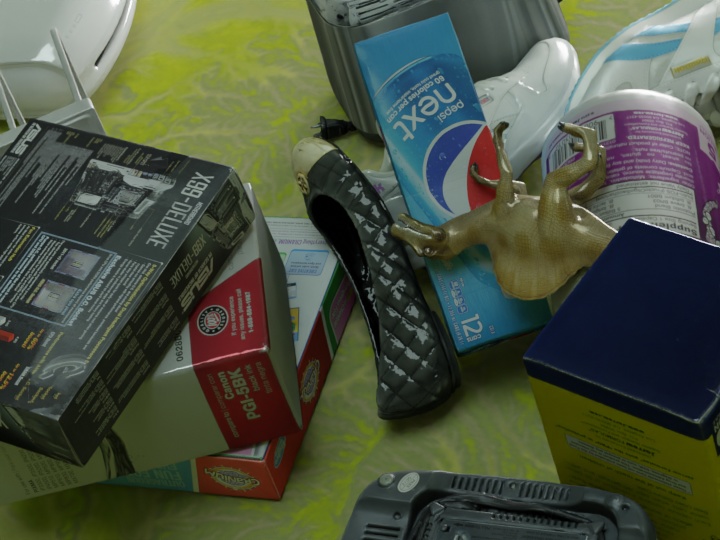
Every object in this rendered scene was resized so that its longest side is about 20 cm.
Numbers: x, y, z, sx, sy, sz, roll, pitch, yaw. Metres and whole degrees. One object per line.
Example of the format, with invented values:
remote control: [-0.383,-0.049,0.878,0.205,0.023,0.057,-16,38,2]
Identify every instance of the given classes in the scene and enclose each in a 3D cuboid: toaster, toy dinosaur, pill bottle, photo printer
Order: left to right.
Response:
photo printer: [-0.269,-0.185,1.741,0.200,0.069,0.166,-1,48,18]
toaster: [0.040,-0.180,1.586,0.200,0.129,0.114,-23,44,-3]
toaster: [0.086,0.186,1.214,0.200,0.129,0.114,3,50,22]
toy dinosaur: [0.116,-0.030,1.340,0.200,0.058,0.101,9,81,38]
pill bottle: [0.168,-0.005,1.388,0.112,0.112,0.200,-10,46,10]

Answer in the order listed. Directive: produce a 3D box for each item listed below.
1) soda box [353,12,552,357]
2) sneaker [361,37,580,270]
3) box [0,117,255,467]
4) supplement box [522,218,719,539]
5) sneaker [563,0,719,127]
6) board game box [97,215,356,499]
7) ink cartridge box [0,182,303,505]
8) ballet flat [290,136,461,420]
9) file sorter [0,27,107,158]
soda box: [0.057,-0.051,1.424,0.064,0.068,0.200,-19,85,0]
sneaker: [0.073,-0.096,1.511,0.200,0.100,0.075,-51,13,-29]
box: [-0.179,0.007,1.365,0.158,0.050,0.200,14,56,29]
supplement box: [0.177,0.088,1.234,0.109,0.200,0.109,20,58,33]
sneaker: [0.215,-0.125,1.512,0.200,0.077,0.081,-39,50,-15]
board game box: [-0.095,0.050,1.479,0.153,0.040,0.200,3,50,22]
ink cartridge box: [-0.146,0.044,1.414,0.200,0.083,0.147,-14,46,6]
ballet flat: [0.000,0.000,1.438,0.057,0.066,0.200,-20,66,-15]
file sorter: [-0.263,-0.054,1.569,0.200,0.139,0.125,-24,42,-3]
